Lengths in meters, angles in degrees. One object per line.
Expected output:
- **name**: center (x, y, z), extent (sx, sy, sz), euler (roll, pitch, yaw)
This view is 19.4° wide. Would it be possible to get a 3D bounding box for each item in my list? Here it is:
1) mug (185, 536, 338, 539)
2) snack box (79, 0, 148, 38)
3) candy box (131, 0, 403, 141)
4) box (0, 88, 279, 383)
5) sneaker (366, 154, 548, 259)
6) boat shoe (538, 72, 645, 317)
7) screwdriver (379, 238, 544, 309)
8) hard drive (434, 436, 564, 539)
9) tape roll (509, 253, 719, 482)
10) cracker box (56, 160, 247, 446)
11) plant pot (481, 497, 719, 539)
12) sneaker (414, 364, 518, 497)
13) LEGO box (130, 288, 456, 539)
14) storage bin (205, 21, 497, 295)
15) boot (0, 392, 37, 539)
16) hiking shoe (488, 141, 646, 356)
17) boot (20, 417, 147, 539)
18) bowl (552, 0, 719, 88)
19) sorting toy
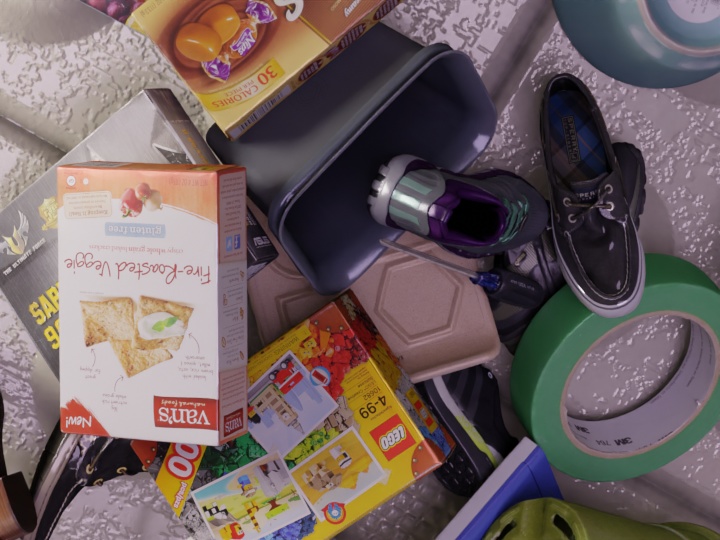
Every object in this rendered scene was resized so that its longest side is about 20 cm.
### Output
- **mug**: center (-0.081, 0.290, 1.723), extent (0.199, 0.148, 0.176), euler (33, 87, -22)
- **snack box**: center (-0.135, -0.246, 1.624), extent (0.199, 0.053, 0.143), euler (26, 97, -17)
- **candy box**: center (-0.057, -0.206, 1.575), extent (0.200, 0.056, 0.117), euler (-39, 85, 0)
- **box**: center (-0.183, -0.018, 1.614), extent (0.199, 0.048, 0.159), euler (-36, 83, 21)
- **sneaker**: center (0.095, -0.035, 1.606), extent (0.199, 0.087, 0.075), euler (5, 108, -48)
- **boat shoe**: center (0.180, -0.064, 1.665), extent (0.069, 0.066, 0.202), euler (-10, 71, 8)
- **screwdriver**: center (0.077, 0.004, 1.632), extent (0.199, 0.028, 0.029), euler (12, 98, -47)
- **hard drive**: center (0.092, 0.245, 1.745), extent (0.200, 0.025, 0.132), euler (-47, 148, -14)
- **tape roll**: center (0.223, 0.082, 1.745), extent (0.199, 0.048, 0.202), euler (-13, 127, -17)
- **cracker box**: center (-0.153, 0.023, 1.550), extent (0.133, 0.058, 0.202), euler (2, 98, 21)
- **plant pot**: center (0.191, 0.273, 1.714), extent (0.189, 0.200, 0.201), euler (29, 98, -40)
- **sneaker**: center (0.068, 0.095, 1.757), extent (0.083, 0.071, 0.201), euler (-36, 102, -41)
- **LEGO box**: center (-0.051, 0.133, 1.616), extent (0.199, 0.077, 0.150), euler (-35, 89, 14)
- **storage bin**: center (-0.012, -0.102, 1.629), extent (0.200, 0.134, 0.146), euler (-44, 143, -7)
- **boot**: center (-0.374, 0.163, 1.683), extent (0.199, 0.064, 0.188), euler (-24, 76, 17)
- **hiking shoe**: center (0.155, -0.028, 1.725), extent (0.100, 0.076, 0.201), euler (30, 98, -20)
- **boot**: center (-0.177, 0.156, 1.712), extent (0.150, 0.073, 0.201), euler (28, 91, -14)
- **bowl**: center (0.260, -0.236, 1.677), extent (0.199, 0.105, 0.203), euler (-3, 104, -11)
- **sorting toy**: center (0.000, 0.000, 1.688), extent (0.183, 0.036, 0.202), euler (-16, 81, -2)
